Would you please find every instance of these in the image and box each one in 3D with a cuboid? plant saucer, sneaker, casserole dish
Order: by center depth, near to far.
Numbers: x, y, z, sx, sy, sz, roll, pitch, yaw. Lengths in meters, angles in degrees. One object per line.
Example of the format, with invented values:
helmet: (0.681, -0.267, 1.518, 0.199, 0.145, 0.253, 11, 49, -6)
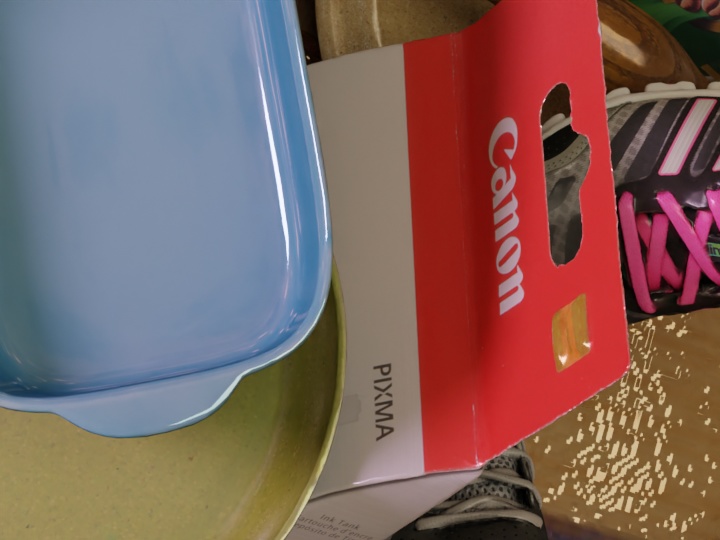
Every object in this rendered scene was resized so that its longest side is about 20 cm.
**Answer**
casserole dish: (-0.074, -0.046, 0.742, 0.121, 0.039, 0.201, -11, 76, 0)
plant saucer: (-0.103, 0.027, 0.760, 0.199, 0.031, 0.201, 0, 75, 1)
sneaker: (0.124, -0.017, 0.782, 0.199, 0.087, 0.074, -13, 114, -3)
sneaker: (0.029, 0.051, 0.829, 0.075, 0.200, 0.116, 8, 103, -9)

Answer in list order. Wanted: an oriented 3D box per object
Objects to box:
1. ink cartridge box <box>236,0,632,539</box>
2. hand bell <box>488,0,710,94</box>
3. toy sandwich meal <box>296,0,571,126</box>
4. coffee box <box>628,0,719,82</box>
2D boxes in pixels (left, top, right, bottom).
ink cartridge box: (0.000, 0.000, 0.786, 0.050, 0.200, 0.161, 16, 55, -28)
hand bell: (0.034, -0.106, 0.828, 0.200, 0.104, 0.104, 33, 78, -10)
toy sandwich meal: (0.049, -0.095, 0.922, 0.205, 0.070, 0.206, 2, 86, -31)
coffee box: (0.115, -0.118, 0.853, 0.200, 0.123, 0.044, 45, 70, -22)
